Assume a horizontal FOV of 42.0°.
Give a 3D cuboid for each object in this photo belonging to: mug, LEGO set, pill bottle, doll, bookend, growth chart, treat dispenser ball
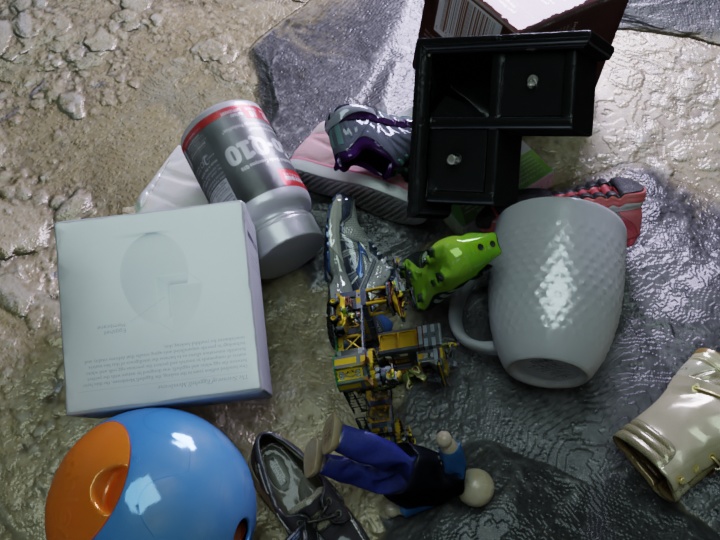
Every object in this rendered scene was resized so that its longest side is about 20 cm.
[{"bbox_3d":[0.190,0.034,1.036,0.200,0.148,0.176,-7,59,32],"label":"mug"},{"bbox_3d":[0.047,0.099,0.978,0.116,0.200,0.154,-11,40,9],"label":"LEGO set"},{"bbox_3d":[-0.130,-0.099,1.145,0.114,0.114,0.200,-26,70,-10],"label":"pill bottle"},{"bbox_3d":[0.050,0.201,0.943,0.200,0.137,0.049,21,36,-20],"label":"doll"},{"bbox_3d":[0.162,-0.152,1.031,0.198,0.092,0.201,6,94,30],"label":"bookend"},{"bbox_3d":[-0.217,-0.102,1.223,0.144,0.018,0.200,27,65,20],"label":"growth chart"},{"bbox_3d":[-0.201,0.234,0.908,0.200,0.201,0.201,-3,58,4],"label":"treat dispenser ball"}]

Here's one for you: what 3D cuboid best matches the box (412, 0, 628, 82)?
[{"bbox_3d":[0.201,-0.307,1.198,0.200,0.164,0.166,-26,58,-26],"label":"box"}]

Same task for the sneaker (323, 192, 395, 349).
[{"bbox_3d":[0.000,0.000,1.116,0.085,0.077,0.201,-1,65,-6],"label":"sneaker"}]

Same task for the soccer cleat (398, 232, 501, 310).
[{"bbox_3d":[0.097,0.000,1.036,0.081,0.200,0.068,-16,84,-13],"label":"soccer cleat"}]

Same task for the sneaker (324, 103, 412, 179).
[{"bbox_3d":[0.054,-0.140,1.129,0.199,0.074,0.088,3,62,-18],"label":"sneaker"}]

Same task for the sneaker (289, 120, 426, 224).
[{"bbox_3d":[0.011,-0.134,1.185,0.200,0.075,0.105,21,68,22],"label":"sneaker"}]

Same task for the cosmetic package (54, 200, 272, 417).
[{"bbox_3d":[-0.205,0.047,0.999,0.199,0.123,0.201,-6,78,-1],"label":"cosmetic package"}]

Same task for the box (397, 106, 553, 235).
[{"bbox_3d":[0.129,-0.146,1.206,0.144,0.036,0.200,-31,59,-13],"label":"box"}]

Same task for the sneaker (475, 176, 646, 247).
[{"bbox_3d":[0.238,-0.050,1.107,0.199,0.087,0.074,-7,23,7],"label":"sneaker"}]

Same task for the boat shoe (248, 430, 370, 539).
[{"bbox_3d":[-0.052,0.247,0.963,0.072,0.065,0.200,-33,62,-16],"label":"boat shoe"}]

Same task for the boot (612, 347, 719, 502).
[{"bbox_3d":[0.376,0.189,0.951,0.155,0.073,0.200,-38,61,-17],"label":"boot"}]

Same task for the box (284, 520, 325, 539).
[{"bbox_3d":[-0.103,0.329,0.840,0.200,0.160,0.044,-45,94,-4],"label":"box"}]
